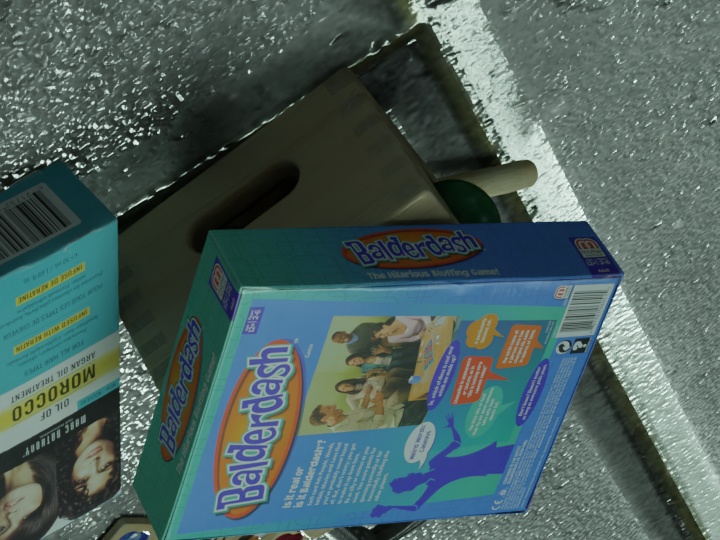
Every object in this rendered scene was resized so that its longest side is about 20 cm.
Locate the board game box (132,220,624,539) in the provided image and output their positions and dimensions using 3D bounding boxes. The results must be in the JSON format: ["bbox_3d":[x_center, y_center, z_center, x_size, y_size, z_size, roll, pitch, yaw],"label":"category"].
[{"bbox_3d":[0.007,0.050,1.334,0.199,0.045,0.153,-2,129,-29],"label":"board game box"}]

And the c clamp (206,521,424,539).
[{"bbox_3d":[-0.006,0.130,1.704,0.171,0.027,0.200,-45,150,5],"label":"c clamp"}]

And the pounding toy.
[{"bbox_3d":[0.000,0.000,1.423,0.200,0.142,0.184,-37,137,4],"label":"pounding toy"}]

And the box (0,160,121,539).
[{"bbox_3d":[-0.159,0.047,1.361,0.082,0.049,0.201,-29,145,-27],"label":"box"}]

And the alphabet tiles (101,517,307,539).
[{"bbox_3d":[-0.139,0.200,1.706,0.199,0.008,0.167,6,134,-48],"label":"alphabet tiles"}]
